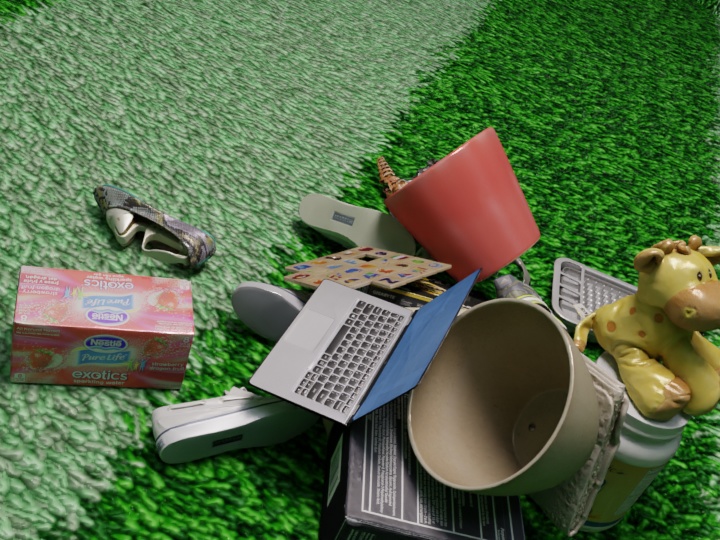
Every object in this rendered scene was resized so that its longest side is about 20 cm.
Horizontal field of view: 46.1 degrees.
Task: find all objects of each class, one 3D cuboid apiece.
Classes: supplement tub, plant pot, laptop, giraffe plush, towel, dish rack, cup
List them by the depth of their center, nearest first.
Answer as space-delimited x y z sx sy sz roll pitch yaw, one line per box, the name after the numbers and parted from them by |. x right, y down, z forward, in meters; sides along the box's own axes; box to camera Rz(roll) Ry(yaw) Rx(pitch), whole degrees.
0.168 0.150 0.885 0.143 0.200 0.201 34 25 -38 | cup
0.004 0.063 0.933 0.198 0.117 0.188 20 46 17 | laptop
0.355 0.046 0.964 0.200 0.163 0.172 38 40 20 | giraffe plush
0.233 0.188 0.978 0.034 0.202 0.133 -3 29 -32 | towel
0.301 0.209 1.041 0.143 0.201 0.145 13 38 -10 | supplement tub
0.162 -0.086 1.258 0.178 0.200 0.200 55 42 -1 | plant pot
0.400 0.070 1.388 0.198 0.044 0.172 22 37 0 | dish rack

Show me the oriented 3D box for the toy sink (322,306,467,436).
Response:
0.056 0.132 1.075 0.198 0.131 0.113 3 41 -24 | toy sink

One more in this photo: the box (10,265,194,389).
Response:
-0.303 0.069 1.000 0.198 0.103 0.095 6 40 -21 | box

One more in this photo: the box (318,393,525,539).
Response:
0.064 0.249 0.940 0.197 0.124 0.201 15 37 -8 | box

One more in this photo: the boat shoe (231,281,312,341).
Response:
-0.077 0.062 1.142 0.199 0.074 0.066 26 27 -10 | boat shoe

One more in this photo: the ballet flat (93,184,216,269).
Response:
-0.301 -0.057 1.185 0.199 0.072 0.072 25 37 7 | ballet flat

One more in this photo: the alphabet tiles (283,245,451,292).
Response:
0.000 0.000 1.158 0.166 0.008 0.199 14 22 40 | alphabet tiles

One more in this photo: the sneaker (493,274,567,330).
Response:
0.244 0.062 1.223 0.074 0.200 0.081 -31 60 6 | sneaker

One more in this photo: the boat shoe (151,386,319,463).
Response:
-0.143 0.166 0.983 0.198 0.074 0.066 -4 48 -31 | boat shoe

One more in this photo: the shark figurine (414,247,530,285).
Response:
0.182 -0.027 1.379 0.212 0.090 0.129 7 73 -6 | shark figurine

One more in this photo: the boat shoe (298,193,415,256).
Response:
-0.001 -0.065 1.325 0.199 0.071 0.071 24 -2 15 | boat shoe

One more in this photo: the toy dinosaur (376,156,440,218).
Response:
0.096 -0.133 1.453 0.135 0.102 0.201 -26 78 -25 | toy dinosaur

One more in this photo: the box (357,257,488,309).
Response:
0.093 0.044 1.216 0.198 0.050 0.160 16 10 -7 | box
